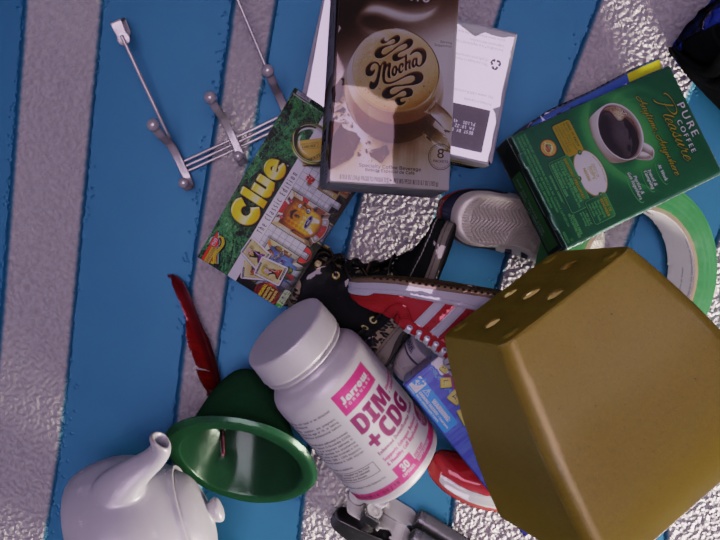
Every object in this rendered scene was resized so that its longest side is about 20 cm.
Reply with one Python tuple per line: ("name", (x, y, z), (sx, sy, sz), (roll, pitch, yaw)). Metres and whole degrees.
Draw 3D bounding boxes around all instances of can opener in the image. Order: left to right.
("can opener", (0.065, 0.299, 1.047), (0.197, 0.053, 0.067), (28, 127, 1))

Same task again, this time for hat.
("hat", (-0.120, 0.129, 1.039), (0.162, 0.178, 0.202), (-6, 138, 17))

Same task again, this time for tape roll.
("tape roll", (0.279, 0.005, 0.993), (0.196, 0.048, 0.205), (-3, 100, -17))

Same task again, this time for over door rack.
("over door rack", (-0.167, -0.206, 1.006), (0.145, 0.067, 0.203), (-23, 93, 1))

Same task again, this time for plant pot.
("plant pot", (0.182, 0.093, 0.779), (0.199, 0.200, 0.178), (-35, 98, -13))

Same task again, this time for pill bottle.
("pill bottle", (-0.018, 0.134, 0.973), (0.113, 0.114, 0.201), (-39, 111, 2))

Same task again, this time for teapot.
("teapot", (-0.208, 0.276, 0.979), (0.143, 0.200, 0.201), (-20, 84, -4))

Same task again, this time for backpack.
("backpack", (0.424, -0.237, 0.934), (0.162, 0.200, 0.169), (38, 93, -1))

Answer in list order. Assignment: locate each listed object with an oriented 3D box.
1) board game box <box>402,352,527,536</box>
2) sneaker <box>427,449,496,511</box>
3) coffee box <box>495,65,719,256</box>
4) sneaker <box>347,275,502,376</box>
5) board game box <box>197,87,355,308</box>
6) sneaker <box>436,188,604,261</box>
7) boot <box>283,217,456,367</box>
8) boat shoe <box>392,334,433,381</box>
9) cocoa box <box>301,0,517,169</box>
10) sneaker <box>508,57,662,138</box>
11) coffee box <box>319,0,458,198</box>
("board game box", (0.178, 0.124, 0.939), (0.199, 0.041, 0.201), (-40, 93, 10))
("sneaker", (0.176, 0.197, 1.010), (0.196, 0.079, 0.117), (16, 110, -13))
("coffee box", (0.244, -0.107, 0.925), (0.197, 0.044, 0.125), (-26, 85, -17))
("sneaker", (0.079, 0.068, 0.885), (0.196, 0.071, 0.115), (9, 96, 3))
("board game box", (-0.072, -0.067, 0.937), (0.104, 0.024, 0.202), (31, 113, -6))
("sneaker", (0.170, -0.049, 1.016), (0.197, 0.084, 0.076), (15, 94, -25))
("boot", (-0.001, 0.001, 0.980), (0.152, 0.074, 0.205), (30, 129, 3))
("boat shoe", (0.126, 0.128, 1.026), (0.197, 0.072, 0.070), (23, 132, -16))
("cocoa box", (0.046, -0.190, 0.973), (0.196, 0.131, 0.136), (13, 94, 0))
("sneaker", (0.247, -0.150, 1.006), (0.197, 0.066, 0.080), (-25, 92, 1))
("coffee box", (0.025, -0.174, 0.856), (0.110, 0.080, 0.205), (3, 89, -8))
